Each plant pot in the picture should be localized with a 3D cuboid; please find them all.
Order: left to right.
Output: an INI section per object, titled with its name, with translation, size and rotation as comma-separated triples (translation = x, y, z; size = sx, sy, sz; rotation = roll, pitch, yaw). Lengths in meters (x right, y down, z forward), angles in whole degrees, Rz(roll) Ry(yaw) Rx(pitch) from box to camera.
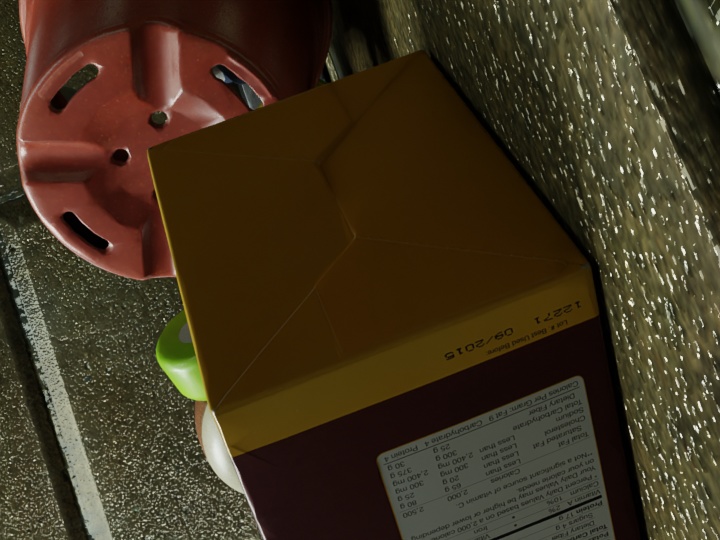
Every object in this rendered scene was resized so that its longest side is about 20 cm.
[plant pot]
translation = -0.108, -0.107, 0.746
size = 0.196, 0.198, 0.202
rotation = -99, -8, -57

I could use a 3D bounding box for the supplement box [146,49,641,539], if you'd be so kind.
[supplement box]
translation = 0.014, 0.053, 0.543
size = 0.198, 0.131, 0.202
rotation = -116, 8, -57

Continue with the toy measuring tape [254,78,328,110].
[toy measuring tape]
translation = -0.067, -0.115, 0.917
size = 0.199, 0.074, 0.074
rotation = 29, 158, 22

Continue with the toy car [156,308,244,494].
[toy car]
translation = -0.047, 0.037, 0.804
size = 0.165, 0.157, 0.200
rotation = 58, 174, -32

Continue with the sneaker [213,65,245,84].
[sneaker]
translation = -0.120, -0.225, 0.929
size = 0.081, 0.145, 0.202
rotation = -117, 7, -56

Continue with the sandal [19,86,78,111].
[sandal]
translation = -0.188, -0.053, 0.877
size = 0.212, 0.077, 0.070
rotation = 47, 121, 46

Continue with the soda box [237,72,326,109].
[soda box]
translation = -0.048, -0.103, 1.076
size = 0.063, 0.070, 0.202
rotation = -120, 11, -74
